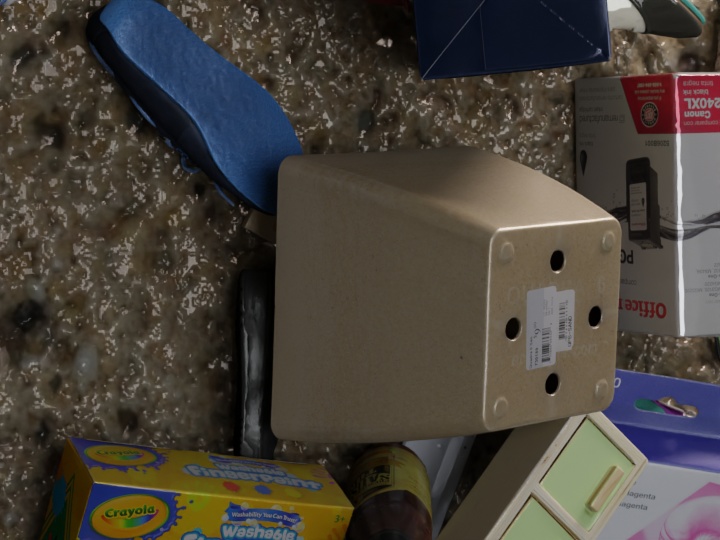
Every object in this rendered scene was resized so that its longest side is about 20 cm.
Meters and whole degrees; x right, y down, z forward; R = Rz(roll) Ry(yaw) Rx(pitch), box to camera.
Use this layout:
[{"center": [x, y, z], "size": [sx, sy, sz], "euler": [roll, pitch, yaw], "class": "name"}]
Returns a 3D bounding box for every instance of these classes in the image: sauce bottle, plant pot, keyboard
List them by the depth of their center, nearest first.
[{"center": [0.072, 0.024, 1.589], "size": [0.199, 0.177, 0.201], "euler": [-6, 102, -44], "class": "plant pot"}, {"center": [0.021, 0.181, 1.634], "size": [0.066, 0.200, 0.066], "euler": [0, 103, -1], "class": "sauce bottle"}, {"center": [0.036, 0.192, 1.749], "size": [0.056, 0.011, 0.201], "euler": [25, 81, -20], "class": "keyboard"}]

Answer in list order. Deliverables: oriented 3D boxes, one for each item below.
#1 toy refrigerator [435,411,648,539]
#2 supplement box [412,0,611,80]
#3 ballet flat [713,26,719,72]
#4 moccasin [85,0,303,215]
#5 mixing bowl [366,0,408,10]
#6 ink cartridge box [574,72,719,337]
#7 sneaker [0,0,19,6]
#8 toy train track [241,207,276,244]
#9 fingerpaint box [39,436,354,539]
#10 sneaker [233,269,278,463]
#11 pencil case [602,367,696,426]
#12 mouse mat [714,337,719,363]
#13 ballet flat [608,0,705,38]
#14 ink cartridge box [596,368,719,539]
[{"center": [0.115, 0.189, 1.630], "size": [0.076, 0.070, 0.200], "euler": [45, 70, -20], "class": "toy refrigerator"}, {"center": [0.099, -0.242, 1.632], "size": [0.134, 0.200, 0.201], "euler": [-5, 96, 3], "class": "supplement box"}, {"center": [0.321, -0.166, 1.838], "size": [0.068, 0.067, 0.201], "euler": [16, 85, -24], "class": "ballet flat"}, {"center": [-0.115, -0.121, 1.630], "size": [0.081, 0.068, 0.200], "euler": [-48, 112, -24], "class": "moccasin"}, {"center": [-0.025, -0.280, 1.616], "size": [0.108, 0.200, 0.201], "euler": [-5, 95, 3], "class": "mixing bowl"}, {"center": [0.236, -0.050, 1.758], "size": [0.083, 0.145, 0.201], "euler": [-3, 93, -27], "class": "ink cartridge box"}, {"center": [-0.288, -0.262, 1.531], "size": [0.077, 0.076, 0.201], "euler": [-34, 105, -25], "class": "sneaker"}, {"center": [0.000, 0.000, 1.712], "size": [0.199, 0.033, 0.115], "euler": [27, 90, -19], "class": "toy train track"}, {"center": [-0.125, 0.215, 1.606], "size": [0.199, 0.073, 0.168], "euler": [9, 109, -26], "class": "fingerpaint box"}, {"center": [-0.039, 0.065, 1.663], "size": [0.104, 0.060, 0.201], "euler": [0, 93, -9], "class": "sneaker"}, {"center": [0.179, 0.098, 1.771], "size": [0.200, 0.085, 0.092], "euler": [42, 92, -22], "class": "pencil case"}, {"center": [0.358, -0.024, 1.872], "size": [0.199, 0.008, 0.162], "euler": [-27, 120, -22], "class": "mouse mat"}, {"center": [0.177, -0.232, 1.772], "size": [0.200, 0.068, 0.068], "euler": [41, 85, -11], "class": "ballet flat"}, {"center": [0.217, 0.176, 1.744], "size": [0.195, 0.043, 0.201], "euler": [9, 117, -8], "class": "ink cartridge box"}]
